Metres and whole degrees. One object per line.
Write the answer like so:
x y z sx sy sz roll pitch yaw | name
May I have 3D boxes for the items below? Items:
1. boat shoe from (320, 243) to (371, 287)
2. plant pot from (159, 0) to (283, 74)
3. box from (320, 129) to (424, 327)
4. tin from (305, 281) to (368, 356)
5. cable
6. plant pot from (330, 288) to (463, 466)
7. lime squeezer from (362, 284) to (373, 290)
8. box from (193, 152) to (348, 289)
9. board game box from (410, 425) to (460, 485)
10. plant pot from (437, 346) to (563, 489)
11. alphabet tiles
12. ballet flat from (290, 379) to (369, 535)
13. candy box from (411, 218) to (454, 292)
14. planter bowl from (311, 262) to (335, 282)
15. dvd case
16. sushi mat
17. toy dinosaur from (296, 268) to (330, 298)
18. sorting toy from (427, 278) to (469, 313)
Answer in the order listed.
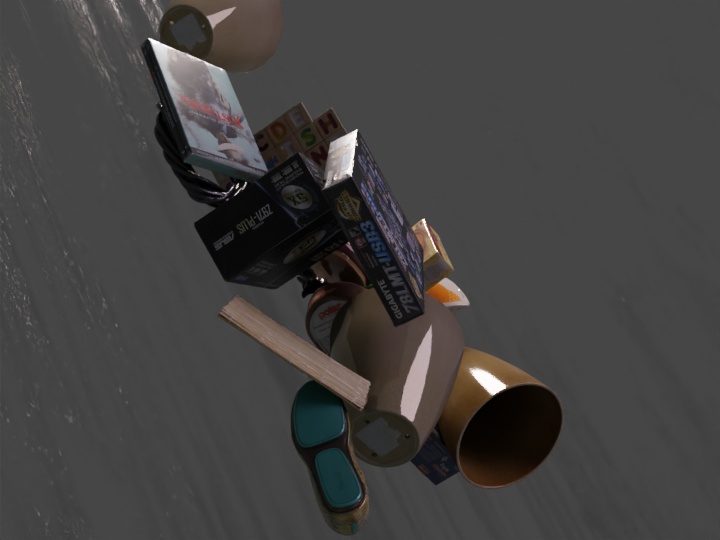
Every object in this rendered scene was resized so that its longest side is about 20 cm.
0.000 0.000 1.509 0.070 0.071 0.200 19 -20 28 | boat shoe
-0.246 -0.402 1.675 0.188 0.187 0.200 56 24 -9 | plant pot
0.020 -0.058 1.293 0.201 0.049 0.199 60 15 -20 | box
0.001 0.104 1.459 0.200 0.111 0.042 53 22 -23 | tin
-0.204 -0.165 1.355 0.163 0.051 0.201 38 32 -35 | cable
0.038 0.155 1.340 0.188 0.186 0.201 54 25 -24 | plant pot
-0.014 0.063 1.486 0.070 0.201 0.038 14 41 -12 | lime squeezer
-0.096 -0.057 1.323 0.087 0.163 0.200 59 9 11 | box
0.071 0.210 1.635 0.200 0.061 0.201 49 13 -42 | board game box
0.187 0.205 1.600 0.187 0.186 0.200 51 -1 -36 | plant pot
-0.097 -0.132 1.437 0.168 0.199 0.008 60 12 12 | alphabet tiles
-0.034 0.209 1.130 0.071 0.070 0.201 50 11 -39 | ballet flat
0.056 0.013 1.753 0.055 0.199 0.116 46 14 -31 | candy box
-0.041 -0.073 1.736 0.201 0.134 0.200 56 10 -14 | planter bowl
-0.203 -0.207 1.344 0.145 0.022 0.201 15 45 -50 | dvd case
-0.073 0.094 1.190 0.199 0.012 0.096 34 10 -3 | sushi mat
-0.084 -0.041 1.552 0.136 0.103 0.199 40 29 29 | toy dinosaur
0.068 0.060 1.827 0.106 0.200 0.181 18 32 -40 | sorting toy
